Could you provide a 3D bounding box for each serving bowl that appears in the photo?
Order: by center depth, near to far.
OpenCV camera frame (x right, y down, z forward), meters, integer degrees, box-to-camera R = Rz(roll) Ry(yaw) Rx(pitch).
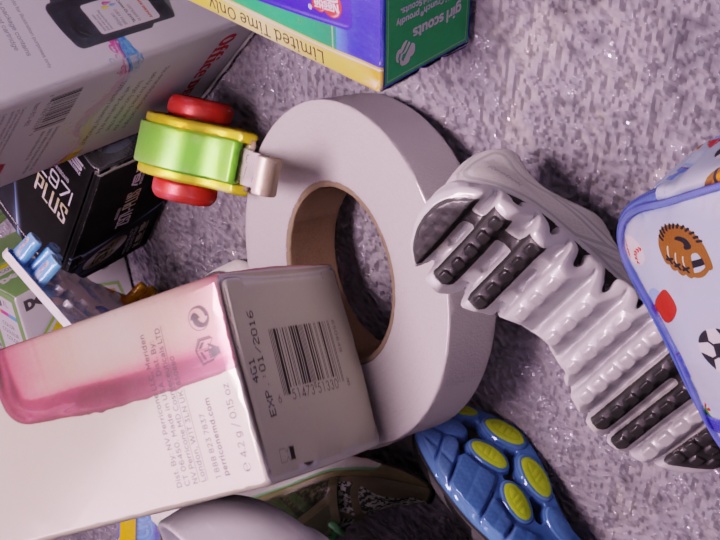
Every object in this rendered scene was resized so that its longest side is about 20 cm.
[{"bbox_3d":[-0.025,0.199,0.715,0.200,0.066,0.200,44,160,21],"label":"serving bowl"}]

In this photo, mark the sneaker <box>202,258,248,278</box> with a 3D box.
[{"bbox_3d":[-0.058,0.069,0.862,0.200,0.085,0.077,30,137,36],"label":"sneaker"}]

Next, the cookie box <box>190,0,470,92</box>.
[{"bbox_3d":[-0.026,-0.213,0.617,0.171,0.075,0.201,30,137,35],"label":"cookie box"}]

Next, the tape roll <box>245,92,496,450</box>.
[{"bbox_3d":[0.000,0.000,0.738,0.202,0.037,0.204,23,120,49],"label":"tape roll"}]

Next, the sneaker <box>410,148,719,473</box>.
[{"bbox_3d":[0.116,0.017,0.620,0.200,0.081,0.075,43,124,-9],"label":"sneaker"}]

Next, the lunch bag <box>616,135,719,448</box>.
[{"bbox_3d":[0.207,0.012,0.495,0.200,0.075,0.161,-12,107,56],"label":"lunch bag"}]

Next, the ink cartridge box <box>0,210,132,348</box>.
[{"bbox_3d":[-0.244,0.032,1.054,0.059,0.104,0.201,20,130,42],"label":"ink cartridge box"}]

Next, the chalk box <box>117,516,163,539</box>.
[{"bbox_3d":[-0.110,0.240,0.942,0.200,0.123,0.125,-103,6,-58],"label":"chalk box"}]

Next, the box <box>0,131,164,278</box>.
[{"bbox_3d":[-0.229,-0.116,0.939,0.200,0.086,0.164,52,145,10],"label":"box"}]

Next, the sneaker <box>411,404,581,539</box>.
[{"bbox_3d":[0.092,0.167,0.757,0.200,0.071,0.083,51,139,6],"label":"sneaker"}]

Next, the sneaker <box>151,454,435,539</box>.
[{"bbox_3d":[-0.045,0.178,0.858,0.077,0.199,0.089,54,-153,-67],"label":"sneaker"}]

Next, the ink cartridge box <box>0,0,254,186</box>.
[{"bbox_3d":[-0.178,-0.127,0.767,0.083,0.200,0.146,59,146,4],"label":"ink cartridge box"}]

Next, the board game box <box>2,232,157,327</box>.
[{"bbox_3d":[-0.139,0.063,0.909,0.200,0.026,0.200,44,-177,20],"label":"board game box"}]

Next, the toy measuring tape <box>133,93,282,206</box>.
[{"bbox_3d":[-0.098,-0.070,0.768,0.200,0.073,0.074,-145,33,-73],"label":"toy measuring tape"}]

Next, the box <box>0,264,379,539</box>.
[{"bbox_3d":[-0.111,0.076,0.710,0.199,0.128,0.110,-18,85,26],"label":"box"}]
